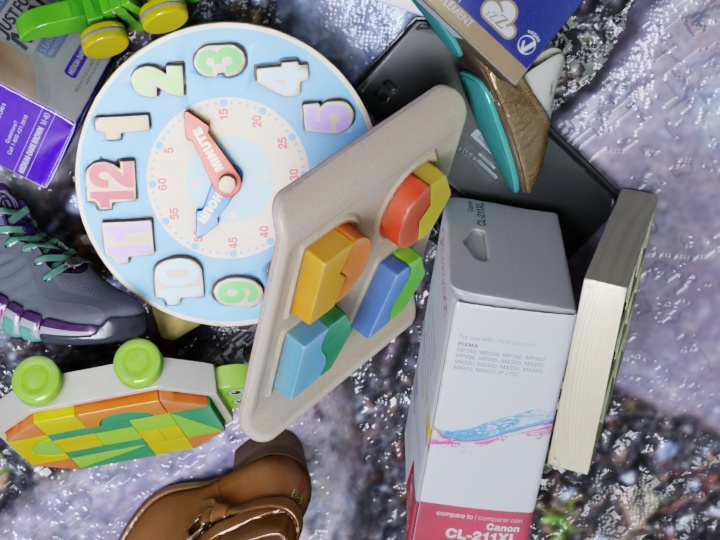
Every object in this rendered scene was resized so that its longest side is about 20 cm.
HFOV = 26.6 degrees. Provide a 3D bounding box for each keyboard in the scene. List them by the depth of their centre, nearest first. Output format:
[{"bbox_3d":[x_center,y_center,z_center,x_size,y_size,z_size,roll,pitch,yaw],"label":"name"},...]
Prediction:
[{"bbox_3d":[0.073,-0.069,1.059,0.200,0.021,0.127,41,103,-13],"label":"keyboard"}]

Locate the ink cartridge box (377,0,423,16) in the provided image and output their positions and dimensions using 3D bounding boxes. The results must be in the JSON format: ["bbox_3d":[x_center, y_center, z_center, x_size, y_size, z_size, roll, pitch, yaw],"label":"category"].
[{"bbox_3d":[0.042,-0.218,0.995,0.198,0.037,0.095,18,110,-5],"label":"ink cartridge box"}]

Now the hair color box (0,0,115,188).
[{"bbox_3d":[-0.264,-0.148,0.971,0.199,0.110,0.065,26,127,-10],"label":"hair color box"}]

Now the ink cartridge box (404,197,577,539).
[{"bbox_3d":[0.083,0.074,1.028,0.082,0.146,0.202,7,119,-2],"label":"ink cartridge box"}]

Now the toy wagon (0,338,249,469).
[{"bbox_3d":[-0.147,0.092,1.052,0.198,0.155,0.040,-10,67,2],"label":"toy wagon"}]

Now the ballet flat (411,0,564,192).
[{"bbox_3d":[0.087,-0.146,0.981,0.072,0.068,0.201,-32,110,-2],"label":"ballet flat"}]

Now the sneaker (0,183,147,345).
[{"bbox_3d":[-0.226,-0.008,1.013,0.198,0.074,0.088,13,104,28],"label":"sneaker"}]

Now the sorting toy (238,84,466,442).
[{"bbox_3d":[0.000,0.000,0.978,0.036,0.185,0.201,32,136,23],"label":"sorting toy"}]

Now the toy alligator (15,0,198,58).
[{"bbox_3d":[-0.119,-0.180,0.955,0.198,0.054,0.060,-21,76,10],"label":"toy alligator"}]

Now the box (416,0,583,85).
[{"bbox_3d":[0.111,-0.229,0.917,0.121,0.032,0.200,39,91,-18],"label":"box"}]

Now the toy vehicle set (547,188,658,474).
[{"bbox_3d":[0.162,0.033,1.002,0.026,0.200,0.125,13,112,12],"label":"toy vehicle set"}]

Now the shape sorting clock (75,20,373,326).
[{"bbox_3d":[-0.085,-0.059,0.985,0.198,0.039,0.202,-1,107,-2],"label":"shape sorting clock"}]

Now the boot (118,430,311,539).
[{"bbox_3d":[-0.117,0.206,1.083,0.074,0.155,0.200,42,104,-15],"label":"boot"}]

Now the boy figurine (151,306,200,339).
[{"bbox_3d":[-0.095,-0.045,1.042,0.123,0.065,0.202,13,110,-7],"label":"boy figurine"}]
